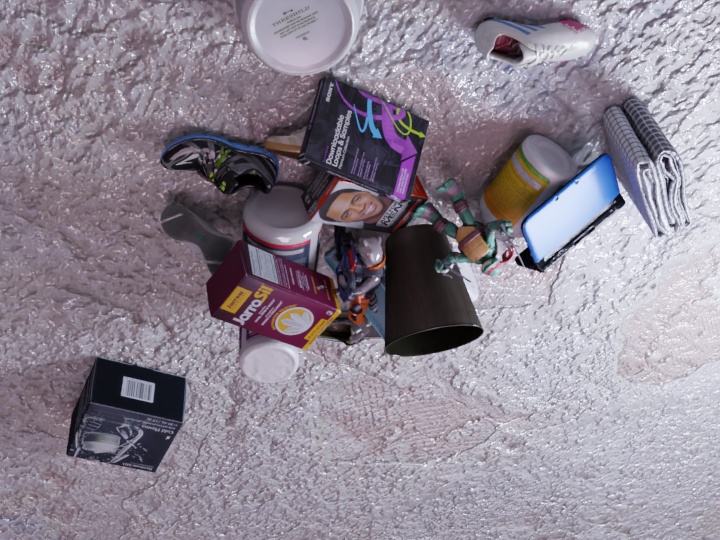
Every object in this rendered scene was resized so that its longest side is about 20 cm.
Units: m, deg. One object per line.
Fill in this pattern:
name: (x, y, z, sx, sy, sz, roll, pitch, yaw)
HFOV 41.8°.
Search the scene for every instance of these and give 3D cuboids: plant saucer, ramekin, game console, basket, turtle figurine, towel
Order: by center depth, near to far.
ramekin: (-0.089, -0.378, 1.376, 0.200, 0.095, 0.204, -3, 135, -3)
towel: (0.493, -0.173, 1.598, 0.085, 0.167, 0.201, -25, 132, 10)
turtle figurine: (0.186, -0.051, 1.612, 0.149, 0.201, 0.101, -40, 167, 9)
game console: (0.348, -0.103, 1.639, 0.199, 0.171, 0.119, -38, 104, -7)
basket: (0.114, 0.032, 1.669, 0.178, 0.202, 0.136, -14, 157, 15)
plant saucer: (0.014, 0.037, 1.766, 0.070, 0.019, 0.201, -38, 87, 34)

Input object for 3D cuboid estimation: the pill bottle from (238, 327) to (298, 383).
pill bottle: (-0.171, 0.100, 1.759, 0.111, 0.201, 0.113, -3, 135, -3)

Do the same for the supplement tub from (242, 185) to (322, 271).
supplement tub: (-0.142, -0.036, 1.671, 0.139, 0.141, 0.201, 2, 134, -8)

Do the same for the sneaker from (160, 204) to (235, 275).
sneaker: (-0.257, -0.043, 1.649, 0.200, 0.080, 0.071, 42, 95, 8)

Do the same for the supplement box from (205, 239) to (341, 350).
supplement box: (-0.146, 0.044, 1.585, 0.199, 0.086, 0.110, 23, 123, -34)

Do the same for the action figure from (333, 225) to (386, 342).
action figure: (0.000, 0.000, 1.688, 0.103, 0.202, 0.194, 3, 141, -13)

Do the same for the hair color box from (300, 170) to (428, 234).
hair color box: (0.008, -0.125, 1.621, 0.198, 0.062, 0.102, 7, 136, -37)

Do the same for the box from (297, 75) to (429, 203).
box: (0.007, -0.210, 1.526, 0.198, 0.145, 0.036, 19, 169, -22)

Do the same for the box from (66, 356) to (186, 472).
box: (-0.491, 0.306, 1.980, 0.198, 0.125, 0.197, 16, 132, -21)

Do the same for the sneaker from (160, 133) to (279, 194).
sneaker: (-0.232, -0.171, 1.565, 0.197, 0.084, 0.071, 9, 152, -14)

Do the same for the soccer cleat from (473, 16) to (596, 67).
soccer cleat: (0.273, -0.343, 1.458, 0.197, 0.087, 0.070, 1, 135, -8)

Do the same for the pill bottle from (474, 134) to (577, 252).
pill bottle: (0.279, -0.128, 1.651, 0.110, 0.112, 0.201, 18, 130, -23)

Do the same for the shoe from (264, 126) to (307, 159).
shoe: (-0.061, -0.213, 1.576, 0.197, 0.054, 0.070, 4, 176, -7)

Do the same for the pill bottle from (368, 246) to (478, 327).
pill bottle: (0.116, 0.045, 1.802, 0.199, 0.113, 0.112, -27, 132, 19)

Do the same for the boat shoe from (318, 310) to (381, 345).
boat shoe: (-0.018, 0.120, 1.891, 0.198, 0.065, 0.074, 4, 132, -12)
